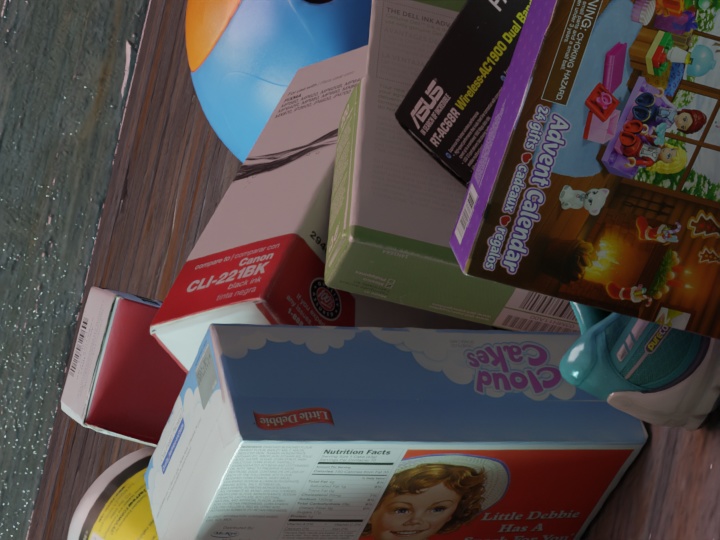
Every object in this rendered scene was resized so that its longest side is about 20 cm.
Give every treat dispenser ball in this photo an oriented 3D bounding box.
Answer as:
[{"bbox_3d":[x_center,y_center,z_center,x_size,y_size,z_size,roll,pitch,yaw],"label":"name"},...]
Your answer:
[{"bbox_3d":[-0.002,-0.138,1.415,0.201,0.200,0.202,-166,90,-77],"label":"treat dispenser ball"}]

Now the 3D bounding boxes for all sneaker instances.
[{"bbox_3d":[0.121,-0.026,1.053,0.078,0.079,0.201,119,160,-49],"label":"sneaker"}]

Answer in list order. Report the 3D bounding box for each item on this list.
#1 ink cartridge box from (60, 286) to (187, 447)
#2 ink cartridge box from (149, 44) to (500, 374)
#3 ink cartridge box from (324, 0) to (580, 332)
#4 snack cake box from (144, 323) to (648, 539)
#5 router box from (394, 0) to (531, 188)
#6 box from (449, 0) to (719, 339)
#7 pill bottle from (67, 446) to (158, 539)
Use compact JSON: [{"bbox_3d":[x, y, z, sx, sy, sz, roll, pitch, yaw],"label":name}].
[{"bbox_3d":[-0.069,0.076,1.472,0.176,0.199,0.084,-171,96,-77],"label":"ink cartridge box"},{"bbox_3d":[0.000,0.000,1.245,0.084,0.144,0.200,-16,36,40],"label":"ink cartridge box"},{"bbox_3d":[0.063,-0.069,1.195,0.048,0.145,0.201,119,160,-52],"label":"ink cartridge box"},{"bbox_3d":[0.014,0.085,1.107,0.115,0.199,0.067,116,147,-43],"label":"snack cake box"},{"bbox_3d":[0.111,-0.138,1.099,0.150,0.062,0.200,-43,-7,-32],"label":"router box"},{"bbox_3d":[0.131,-0.078,0.943,0.039,0.136,0.201,-109,34,-67],"label":"box"},{"bbox_3d":[-0.077,0.192,1.445,0.200,0.112,0.113,29,107,43],"label":"pill bottle"}]
